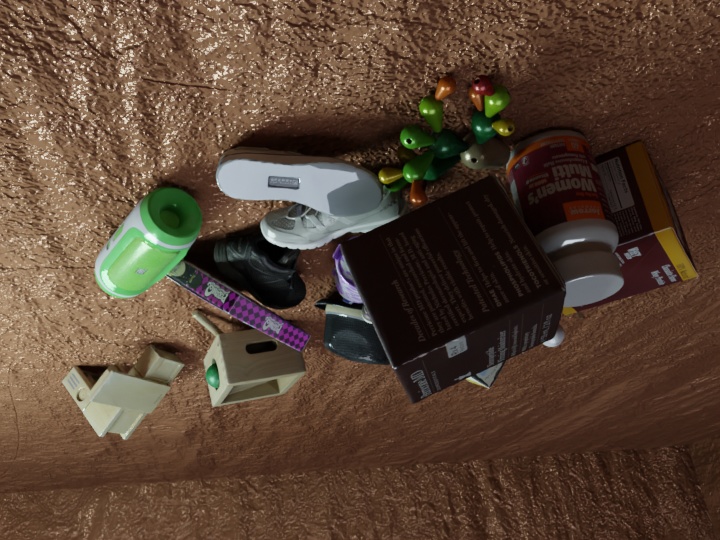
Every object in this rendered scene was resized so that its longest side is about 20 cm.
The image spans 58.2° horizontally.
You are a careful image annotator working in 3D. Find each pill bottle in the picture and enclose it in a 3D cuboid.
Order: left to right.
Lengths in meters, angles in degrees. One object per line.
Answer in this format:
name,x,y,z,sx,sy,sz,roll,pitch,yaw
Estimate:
pill bottle,0.253,-0.064,0.801,0.109,0.201,0.110,-5,154,-3

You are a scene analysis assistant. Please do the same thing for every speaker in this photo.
speaker,-0.291,-0.033,0.877,0.088,0.089,0.200,14,147,-35

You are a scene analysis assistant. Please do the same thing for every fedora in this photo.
fedora,0.004,0.119,1.168,0.200,0.092,0.201,14,169,3

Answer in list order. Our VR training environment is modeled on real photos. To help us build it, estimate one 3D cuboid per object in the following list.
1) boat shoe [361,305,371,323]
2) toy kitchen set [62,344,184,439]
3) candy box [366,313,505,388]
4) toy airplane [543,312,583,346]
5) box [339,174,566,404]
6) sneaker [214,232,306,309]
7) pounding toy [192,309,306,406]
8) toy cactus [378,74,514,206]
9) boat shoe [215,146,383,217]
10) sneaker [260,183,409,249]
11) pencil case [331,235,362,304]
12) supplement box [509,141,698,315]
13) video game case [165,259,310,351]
boat shoe,0.090,0.022,1.069,0.200,0.067,0.057,-23,138,-10
toy kitchen set,-0.514,0.205,1.322,0.200,0.180,0.163,-52,149,0
candy box,0.108,0.094,0.966,0.200,0.061,0.136,32,174,1
toy airplane,0.312,0.067,1.141,0.200,0.141,0.199,-44,155,21
box,0.108,0.027,0.764,0.200,0.164,0.166,-25,153,0
sneaker,-0.120,0.001,0.991,0.114,0.076,0.199,-12,149,25
pounding toy,-0.231,0.165,1.264,0.199,0.143,0.184,-5,156,-27
toy cactus,0.119,-0.141,0.757,0.165,0.102,0.200,2,144,-39
boat shoe,-0.072,-0.114,0.783,0.199,0.070,0.071,4,122,-11
sneaker,-0.039,-0.088,0.859,0.199,0.075,0.082,-12,136,3
pencil case,0.000,0.000,0.962,0.085,0.084,0.200,31,170,0
supplement box,0.345,-0.049,0.930,0.200,0.133,0.197,-21,150,29
video game case,-0.195,0.049,1.001,0.181,0.036,0.200,27,172,34
